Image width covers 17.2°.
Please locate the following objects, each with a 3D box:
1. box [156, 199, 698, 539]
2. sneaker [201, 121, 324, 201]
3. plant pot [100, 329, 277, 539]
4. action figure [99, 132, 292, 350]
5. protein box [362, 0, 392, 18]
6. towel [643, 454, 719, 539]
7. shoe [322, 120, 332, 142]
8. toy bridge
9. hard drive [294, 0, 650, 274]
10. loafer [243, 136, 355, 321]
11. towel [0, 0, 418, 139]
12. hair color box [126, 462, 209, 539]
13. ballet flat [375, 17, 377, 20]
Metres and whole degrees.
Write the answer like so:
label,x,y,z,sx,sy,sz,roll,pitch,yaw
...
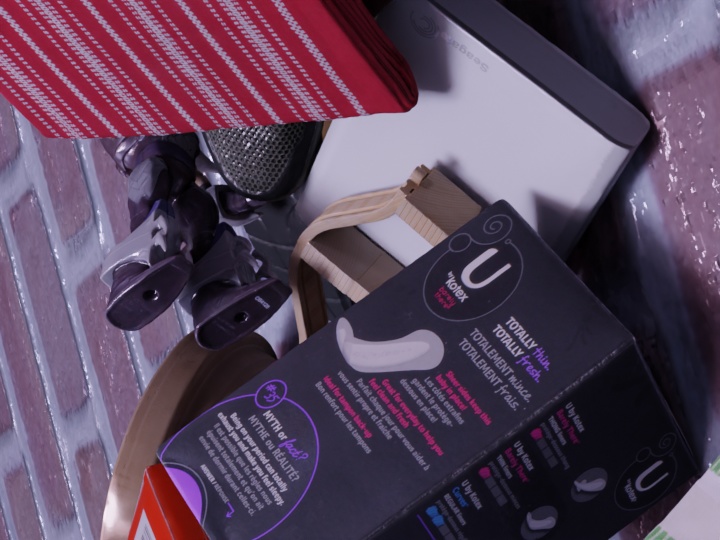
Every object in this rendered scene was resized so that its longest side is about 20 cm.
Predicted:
label,x,y,z,sx,sy,sz,roll,pitch,yaw
box,0.030,0.086,1.071,0.122,0.200,0.106,51,175,45
sneaker,-0.063,-0.110,1.134,0.076,0.114,0.200,13,123,14
plant pot,-0.069,0.138,1.423,0.092,0.201,0.202,13,122,19
action figure,-0.097,-0.043,1.241,0.069,0.130,0.201,-46,36,23
protein box,-0.048,-0.244,1.017,0.135,0.197,0.201,144,137,-59
towel,0.154,0.104,0.858,0.023,0.200,0.153,39,-178,-26
shoe,0.001,-0.096,1.262,0.070,0.053,0.201,-39,-57,-80
toy bridge,0.000,0.000,1.184,0.067,0.027,0.200,40,148,6
hard drive,0.047,-0.047,1.132,0.132,0.026,0.200,38,147,8
loafer,-0.032,-0.063,1.325,0.073,0.072,0.201,13,134,45
towel,-0.086,-0.104,1.060,0.145,0.199,0.023,50,-136,-53
hair color box,-0.016,0.124,1.215,0.061,0.199,0.102,64,153,28
ballet flat,0.011,-0.147,1.181,0.068,0.068,0.201,-162,62,-65
